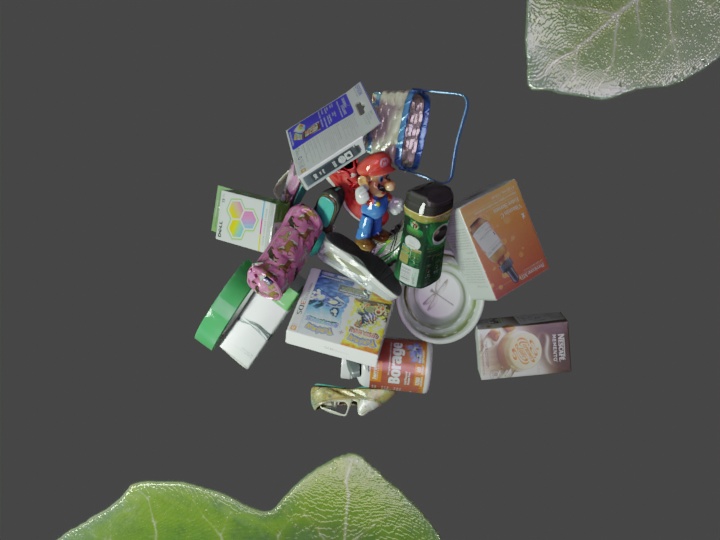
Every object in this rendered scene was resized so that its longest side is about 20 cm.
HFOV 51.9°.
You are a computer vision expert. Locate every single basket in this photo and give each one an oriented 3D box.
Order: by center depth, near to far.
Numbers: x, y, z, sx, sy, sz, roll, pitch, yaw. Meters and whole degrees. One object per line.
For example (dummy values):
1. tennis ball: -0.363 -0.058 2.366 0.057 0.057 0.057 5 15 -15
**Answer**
1. basket: 0.115 -0.287 1.512 0.196 0.138 0.181 20 103 25

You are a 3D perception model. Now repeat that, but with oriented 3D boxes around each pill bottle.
1. pill bottle: 0.057 0.203 1.622 0.194 0.112 0.116 5 100 2

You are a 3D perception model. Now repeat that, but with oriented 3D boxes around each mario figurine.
1. mario figurine: 0.039 -0.138 1.487 0.103 0.125 0.205 4 123 2

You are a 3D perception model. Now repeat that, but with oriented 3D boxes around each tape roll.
1. tape roll: -0.277 0.072 1.573 0.048 0.201 0.203 34 100 -3

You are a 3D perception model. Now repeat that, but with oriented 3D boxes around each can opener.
1. can opener: -0.001 0.129 1.578 0.064 0.204 0.053 -9 139 9

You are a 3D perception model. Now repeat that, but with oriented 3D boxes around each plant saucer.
1. plant saucer: 0.173 0.055 1.616 0.194 0.050 0.207 0 94 0

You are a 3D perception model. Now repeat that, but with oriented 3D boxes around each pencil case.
1. pencil case: -0.150 -0.040 1.497 0.081 0.087 0.202 22 60 16

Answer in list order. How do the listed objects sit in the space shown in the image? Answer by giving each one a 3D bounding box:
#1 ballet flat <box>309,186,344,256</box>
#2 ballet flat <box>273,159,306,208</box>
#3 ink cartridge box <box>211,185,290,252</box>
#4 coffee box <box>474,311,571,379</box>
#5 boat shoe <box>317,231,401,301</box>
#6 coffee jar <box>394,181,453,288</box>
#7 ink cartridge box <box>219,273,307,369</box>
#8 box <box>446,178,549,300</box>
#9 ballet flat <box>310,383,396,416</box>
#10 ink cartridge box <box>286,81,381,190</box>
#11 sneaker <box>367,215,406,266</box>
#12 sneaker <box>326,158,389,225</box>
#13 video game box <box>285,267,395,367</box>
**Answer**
1. ballet flat: -0.078 -0.105 1.586 0.067 0.069 0.201 38 137 2
2. ballet flat: -0.163 -0.146 1.601 0.070 0.069 0.204 28 103 16
3. ink cartridge box: -0.250 -0.111 1.574 0.195 0.059 0.107 16 103 25
4. coffee box: 0.352 0.163 1.616 0.194 0.080 0.118 -6 100 4
5. boat shoe: -0.001 0.000 1.555 0.200 0.075 0.065 35 123 4
6. coffee jar: 0.128 -0.074 1.496 0.084 0.103 0.205 26 123 32
7. ink cartridge box: -0.207 0.094 1.601 0.082 0.147 0.202 35 99 -2
8. box: 0.276 -0.063 1.542 0.150 0.106 0.204 -27 98 -19
9. ballet flat: -0.017 0.294 1.662 0.194 0.071 0.073 1 100 6
10. ink cartridge box: -0.052 -0.278 1.509 0.197 0.200 0.044 -31 128 10
11. sneaker: 0.052 -0.054 1.596 0.085 0.078 0.200 42 100 -4
12. sneaker: -0.010 -0.173 1.553 0.200 0.115 0.079 43 83 -5
13. video game box: -0.038 0.093 1.539 0.194 0.185 0.047 14 140 6
